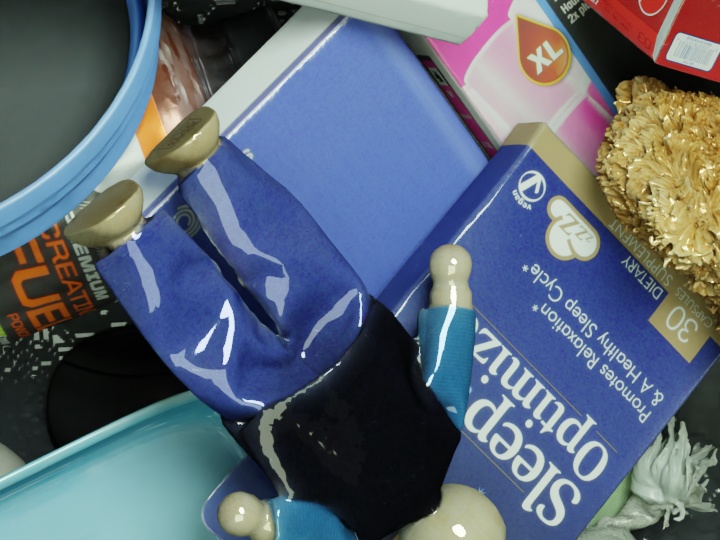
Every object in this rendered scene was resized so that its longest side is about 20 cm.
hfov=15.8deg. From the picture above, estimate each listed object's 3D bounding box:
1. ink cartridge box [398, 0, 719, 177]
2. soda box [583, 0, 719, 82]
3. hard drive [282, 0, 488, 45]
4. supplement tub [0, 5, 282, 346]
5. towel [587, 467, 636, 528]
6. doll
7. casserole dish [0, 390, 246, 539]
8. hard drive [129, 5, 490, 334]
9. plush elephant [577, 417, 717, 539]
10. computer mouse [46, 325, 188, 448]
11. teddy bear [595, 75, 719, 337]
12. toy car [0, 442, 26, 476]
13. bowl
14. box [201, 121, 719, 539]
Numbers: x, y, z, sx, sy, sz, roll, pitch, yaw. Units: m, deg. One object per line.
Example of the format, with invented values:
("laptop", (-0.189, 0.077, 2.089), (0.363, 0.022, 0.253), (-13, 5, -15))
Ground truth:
("ink cartridge box", (0.075, -0.093, 1.037), (0.095, 0.037, 0.200), (-41, 106, -11))
("soda box", (0.187, -0.098, 1.004), (0.199, 0.070, 0.064), (13, 111, -30))
("hard drive", (-0.052, -0.159, 0.937), (0.199, 0.133, 0.027), (11, 143, -28))
("supplement tub", (-0.115, -0.037, 1.018), (0.199, 0.107, 0.108), (-21, 110, -2))
("towel", (0.038, 0.152, 1.098), (0.149, 0.031, 0.201), (9, 114, -47))
("doll", (-0.011, 0.036, 0.932), (0.136, 0.048, 0.200), (-44, 106, -19))
("casserole dish", (-0.095, 0.122, 0.979), (0.199, 0.039, 0.122), (-25, 99, -22))
("hard drive", (0.000, 0.000, 1.014), (0.132, 0.025, 0.200), (-45, 130, -8))
("plush elephant", (0.134, 0.183, 1.069), (0.164, 0.155, 0.201), (17, 106, -46))
("computer mouse", (-0.031, 0.034, 1.084), (0.198, 0.046, 0.141), (3, 111, -4))
("teddy bear", (0.172, 0.000, 1.007), (0.066, 0.145, 0.201), (-15, 116, 39))
("toy car", (-0.165, 0.138, 1.081), (0.183, 0.177, 0.201), (-20, 81, -10))
("bowl", (-0.170, -0.084, 0.970), (0.199, 0.202, 0.039), (-13, 149, 2))
("box", (0.044, 0.057, 0.999), (0.121, 0.032, 0.200), (44, 77, -18))
